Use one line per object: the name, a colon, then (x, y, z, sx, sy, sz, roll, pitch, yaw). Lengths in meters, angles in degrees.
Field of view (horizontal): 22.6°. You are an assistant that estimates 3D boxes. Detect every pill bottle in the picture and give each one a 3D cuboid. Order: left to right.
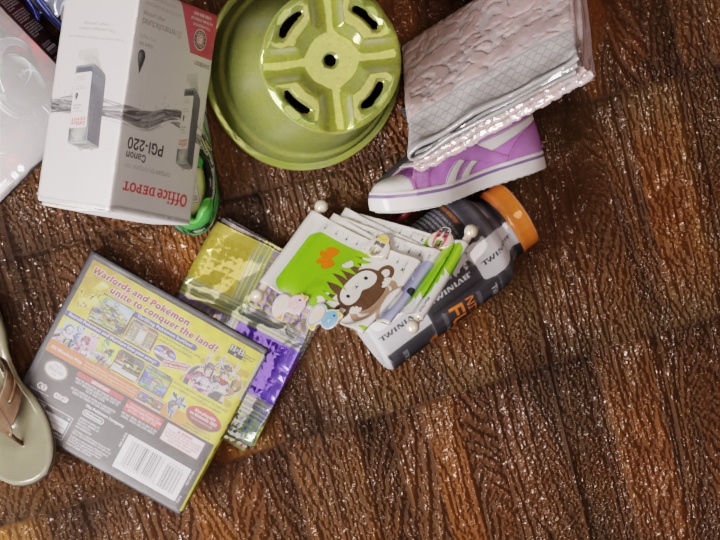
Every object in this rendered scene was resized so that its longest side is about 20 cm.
pill bottle: (0.078, -0.001, 1.769, 0.199, 0.106, 0.107, -36, 100, -6)

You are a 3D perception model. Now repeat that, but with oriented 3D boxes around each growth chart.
growth chart: (0.000, 0.000, 1.721, 0.146, 0.198, 0.018, -62, 146, -24)

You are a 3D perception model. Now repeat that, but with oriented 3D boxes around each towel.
towel: (-0.122, 0.061, 1.779, 0.143, 0.023, 0.201, 29, 88, -12)
towel: (0.124, -0.200, 1.685, 0.199, 0.192, 0.032, -28, 127, 23)

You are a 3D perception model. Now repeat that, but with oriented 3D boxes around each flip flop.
flip flop: (-0.352, 0.111, 1.706, 0.080, 0.058, 0.202, -19, 89, 5)

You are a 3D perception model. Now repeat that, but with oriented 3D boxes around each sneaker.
sneaker: (-0.173, -0.133, 1.724, 0.077, 0.085, 0.202, -17, 97, -9)
sneaker: (0.082, -0.127, 1.743, 0.199, 0.072, 0.115, -21, 103, -30)

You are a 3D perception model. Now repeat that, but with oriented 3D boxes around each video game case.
video game case: (-0.216, 0.109, 1.744, 0.199, 0.026, 0.182, 29, 89, 2)

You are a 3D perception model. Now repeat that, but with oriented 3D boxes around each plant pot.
plant pot: (-0.041, -0.193, 1.693, 0.198, 0.184, 0.203, -1, 94, -11)

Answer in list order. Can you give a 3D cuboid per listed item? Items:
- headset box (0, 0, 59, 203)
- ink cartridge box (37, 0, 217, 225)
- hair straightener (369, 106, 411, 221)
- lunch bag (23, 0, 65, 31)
headset box: (-0.359, -0.181, 1.674, 0.149, 0.077, 0.200, -42, 102, 10)
ink cartridge box: (-0.208, -0.147, 1.618, 0.084, 0.145, 0.202, 9, 90, 25)
hair straightener: (0.077, -0.146, 1.791, 0.077, 0.041, 0.200, 43, 86, -11)
lunch bag: (-0.277, -0.321, 1.697, 0.160, 0.076, 0.200, -42, 99, -3)
